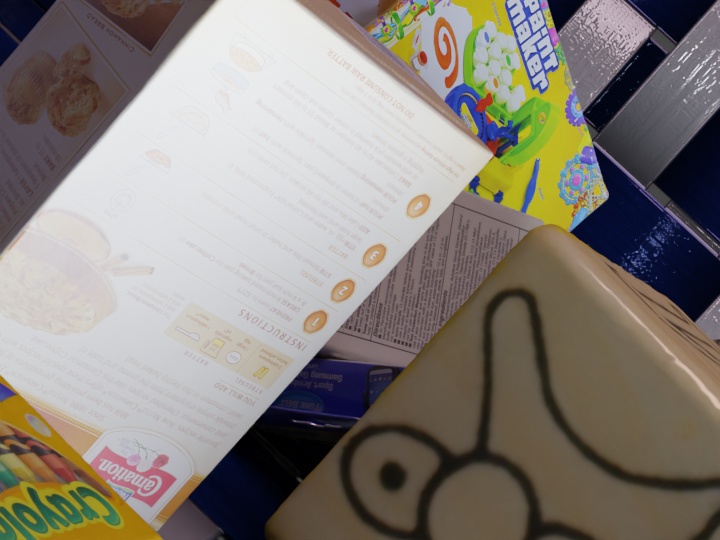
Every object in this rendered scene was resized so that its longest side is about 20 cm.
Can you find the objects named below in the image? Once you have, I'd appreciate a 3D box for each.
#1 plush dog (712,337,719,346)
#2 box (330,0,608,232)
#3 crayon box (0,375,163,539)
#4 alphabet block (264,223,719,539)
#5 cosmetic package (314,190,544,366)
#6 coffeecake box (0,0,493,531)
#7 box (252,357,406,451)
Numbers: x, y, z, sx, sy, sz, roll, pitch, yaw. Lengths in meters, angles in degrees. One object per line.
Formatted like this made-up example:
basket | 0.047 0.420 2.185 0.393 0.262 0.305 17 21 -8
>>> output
plush dog | 0.226 0.123 1.477 0.160 0.172 0.200 43 8 4
box | 0.017 -0.080 1.179 0.122 0.192 0.201 21 -38 47
crayon box | -0.138 0.057 0.603 0.200 0.052 0.126 44 9 10
alphabet block | 0.114 0.129 0.909 0.200 0.195 0.196 48 9 28
cosmetic package | 0.000 0.000 1.045 0.199 0.104 0.073 19 -12 -43
coffeecake box | -0.074 -0.018 0.755 0.153 0.200 0.073 33 13 -47
box | 0.020 0.075 1.048 0.118 0.042 0.200 4 -12 27
